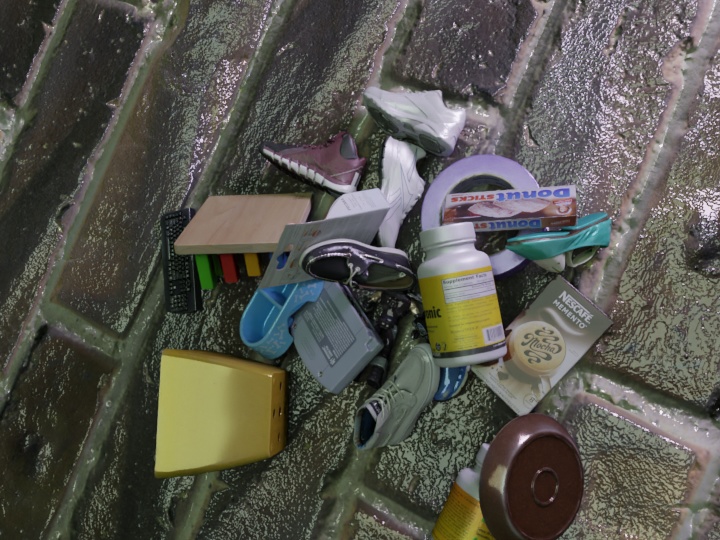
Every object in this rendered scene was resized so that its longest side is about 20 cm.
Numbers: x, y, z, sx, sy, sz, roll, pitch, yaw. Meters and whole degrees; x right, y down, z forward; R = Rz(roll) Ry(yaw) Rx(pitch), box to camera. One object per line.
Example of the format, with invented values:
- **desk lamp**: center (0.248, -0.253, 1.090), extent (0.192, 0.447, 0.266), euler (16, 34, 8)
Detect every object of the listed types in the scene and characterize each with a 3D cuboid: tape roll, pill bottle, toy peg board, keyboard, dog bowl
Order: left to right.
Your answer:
- **keyboard**: center (-0.326, -0.021, 1.288), extent (0.126, 0.021, 0.201), euler (-9, 81, 16)
- **toy peg board**: center (-0.191, -0.050, 1.178), extent (0.198, 0.200, 0.098), euler (-1, 120, 7)
- **dog bowl**: center (-0.143, 0.056, 1.181), extent (0.111, 0.049, 0.201), euler (34, 93, 46)
- **pill bottle**: center (0.145, 0.035, 0.995), extent (0.111, 0.111, 0.201), euler (-11, 88, 16)
- **pill bottle**: center (0.182, 0.375, 1.029), extent (0.111, 0.111, 0.201), euler (25, 91, 19)
- **tape roll**: center (0.202, -0.085, 1.108), extent (0.199, 0.066, 0.202), euler (-3, 81, 17)

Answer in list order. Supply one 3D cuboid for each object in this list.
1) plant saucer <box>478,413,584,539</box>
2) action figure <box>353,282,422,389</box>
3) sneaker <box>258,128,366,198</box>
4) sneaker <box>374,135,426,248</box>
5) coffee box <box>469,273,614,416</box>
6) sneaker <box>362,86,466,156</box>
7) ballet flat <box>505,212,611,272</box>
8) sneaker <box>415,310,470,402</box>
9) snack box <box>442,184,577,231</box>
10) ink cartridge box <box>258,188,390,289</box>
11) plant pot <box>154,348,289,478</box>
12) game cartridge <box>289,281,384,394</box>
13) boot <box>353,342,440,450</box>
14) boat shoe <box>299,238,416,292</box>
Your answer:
- **plant saucer**: center (0.260, 0.312, 0.984), extent (0.034, 0.199, 0.202), euler (-6, 83, 61)
- **action figure**: center (0.042, 0.096, 1.134), extent (0.129, 0.069, 0.201), euler (18, 74, 25)
- **sneaker**: center (-0.077, -0.214, 1.215), extent (0.199, 0.076, 0.116), euler (27, 86, 8)
- **sneaker**: center (0.066, -0.126, 1.154), extent (0.086, 0.075, 0.202), euler (7, 94, -6)
- **coffee box**: center (0.281, 0.118, 1.048), extent (0.113, 0.080, 0.200), euler (43, 96, 18)
- **sneaker**: center (0.096, -0.277, 1.171), extent (0.199, 0.078, 0.100), euler (32, 76, 19)
- **ballet flat**: center (0.309, -0.035, 1.025), extent (0.199, 0.067, 0.071), euler (-15, 99, -26)
- **sneaker**: center (0.124, 0.109, 1.084), extent (0.078, 0.089, 0.201), euler (-15, 68, 57)
- **snack box**: center (0.228, -0.094, 1.036), extent (0.199, 0.024, 0.072), euler (-3, 45, 17)
- **ink cartridge box**: center (-0.065, -0.050, 1.082), extent (0.047, 0.199, 0.160), euler (58, 140, 25)
- **plant pot**: center (-0.220, 0.238, 1.139), extent (0.175, 0.200, 0.202), euler (1, 83, 6)
- **game cartridge**: center (-0.050, 0.104, 1.134), extent (0.133, 0.040, 0.200), euler (-45, 47, 12)
- **boot**: center (0.053, 0.206, 1.058), extent (0.074, 0.095, 0.201), euler (41, 125, 37)
- **boat shoe**: center (0.000, 0.000, 1.073), extent (0.074, 0.199, 0.060), euler (-60, 39, 31)
